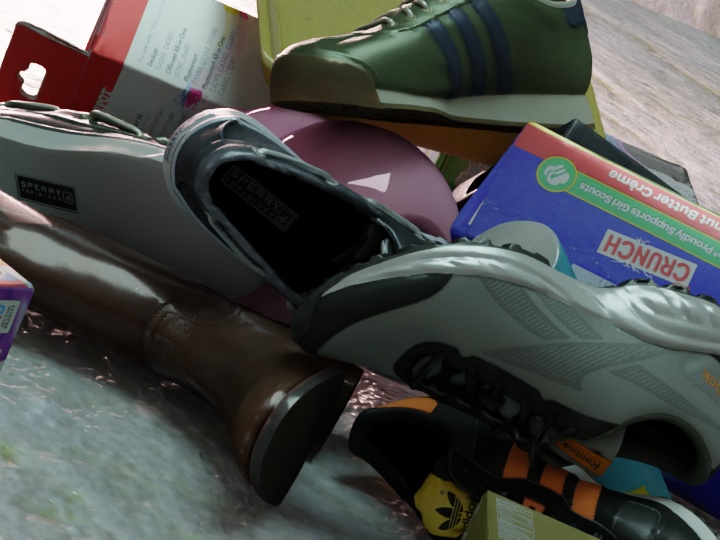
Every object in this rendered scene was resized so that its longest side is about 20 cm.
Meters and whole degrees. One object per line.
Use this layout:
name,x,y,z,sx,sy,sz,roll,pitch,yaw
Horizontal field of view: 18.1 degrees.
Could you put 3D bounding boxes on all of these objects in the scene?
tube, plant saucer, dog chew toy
tube,0.103,0.061,1.053,0.200,0.050,0.077,59,-4,-39
plant saucer,0.025,-0.132,1.253,0.200,0.048,0.200,14,39,-19
dog chew toy,-0.037,-0.029,1.160,0.124,0.125,0.200,12,12,-38

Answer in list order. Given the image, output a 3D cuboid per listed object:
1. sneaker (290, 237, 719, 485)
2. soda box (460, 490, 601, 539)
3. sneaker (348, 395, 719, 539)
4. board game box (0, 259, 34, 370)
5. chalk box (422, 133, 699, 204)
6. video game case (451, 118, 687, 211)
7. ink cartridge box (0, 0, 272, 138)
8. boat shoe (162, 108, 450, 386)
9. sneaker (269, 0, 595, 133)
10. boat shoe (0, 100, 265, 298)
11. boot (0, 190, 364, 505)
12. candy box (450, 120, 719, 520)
sneaker,0.069,0.040,0.931,0.200,0.074,0.079,11,63,-16
soda box,0.123,0.160,0.859,0.200,0.068,0.064,24,16,-3
sneaker,0.070,0.111,0.960,0.090,0.070,0.200,4,20,-36
board game box,-0.222,0.023,0.721,0.103,0.105,0.200,35,19,32
chalk box,0.084,-0.032,1.341,0.200,0.124,0.124,23,16,-4
video game case,0.152,0.005,1.200,0.200,0.026,0.181,36,-18,-9
ink cartridge box,-0.101,-0.101,1.284,0.200,0.067,0.116,23,-27,-9
boat shoe,0.000,0.000,1.014,0.200,0.072,0.068,39,2,-25
sneaker,0.038,-0.117,1.115,0.200,0.090,0.067,2,1,-40
boat shoe,-0.117,-0.044,1.094,0.200,0.071,0.064,19,34,24
boot,-0.103,0.022,0.979,0.200,0.064,0.186,29,2,4
candy box,0.138,0.030,1.126,0.169,0.077,0.200,29,-17,16
